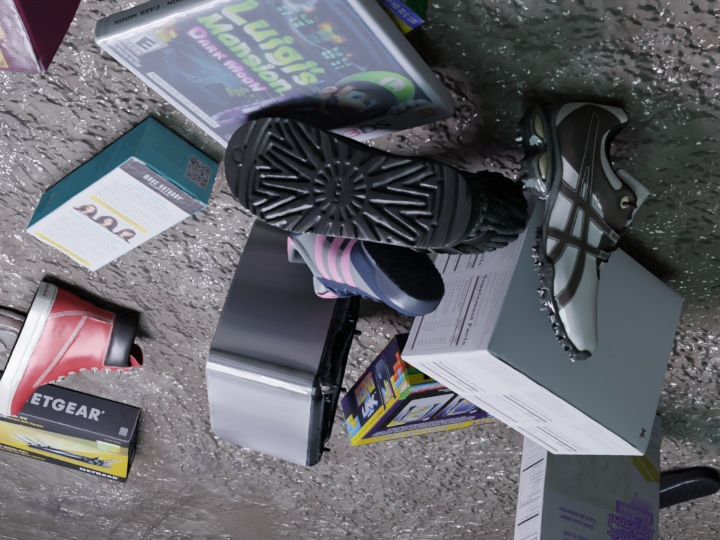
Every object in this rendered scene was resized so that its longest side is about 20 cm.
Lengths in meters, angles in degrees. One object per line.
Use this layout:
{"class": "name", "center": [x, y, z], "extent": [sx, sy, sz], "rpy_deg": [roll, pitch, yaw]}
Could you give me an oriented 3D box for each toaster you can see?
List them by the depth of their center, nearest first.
{"class": "toaster", "center": [-0.066, 0.066, 1.040], "extent": [0.118, 0.181, 0.200], "rpy_deg": [12, 148, 3]}

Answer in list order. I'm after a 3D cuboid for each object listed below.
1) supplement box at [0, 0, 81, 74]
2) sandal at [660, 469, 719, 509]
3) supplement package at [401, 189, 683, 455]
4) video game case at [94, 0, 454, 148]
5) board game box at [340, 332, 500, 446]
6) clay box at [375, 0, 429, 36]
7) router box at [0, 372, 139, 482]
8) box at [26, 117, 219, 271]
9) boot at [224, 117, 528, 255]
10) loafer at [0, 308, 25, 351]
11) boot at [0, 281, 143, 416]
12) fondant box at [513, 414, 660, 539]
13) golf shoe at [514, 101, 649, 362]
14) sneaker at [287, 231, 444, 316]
{"class": "supplement box", "center": [-0.323, -0.219, 0.792], "extent": [0.199, 0.086, 0.110], "rpy_deg": [7, 146, 10]}
{"class": "sandal", "center": [0.340, 0.271, 1.340], "extent": [0.200, 0.045, 0.075], "rpy_deg": [-20, 142, 19]}
{"class": "supplement package", "center": [0.163, 0.049, 0.945], "extent": [0.200, 0.156, 0.111], "rpy_deg": [34, 155, -29]}
{"class": "video game case", "center": [-0.055, -0.142, 0.774], "extent": [0.181, 0.023, 0.200], "rpy_deg": [-12, 152, 25]}
{"class": "board game box", "center": [0.100, 0.110, 1.090], "extent": [0.200, 0.057, 0.165], "rpy_deg": [-5, 155, -25]}
{"class": "clay box", "center": [-0.059, -0.183, 0.788], "extent": [0.115, 0.048, 0.200], "rpy_deg": [33, 141, -31]}
{"class": "router box", "center": [-0.411, 0.220, 1.504], "extent": [0.200, 0.052, 0.157], "rpy_deg": [15, 146, -4]}
{"class": "box", "center": [-0.226, -0.067, 1.018], "extent": [0.082, 0.049, 0.200], "rpy_deg": [35, 141, -30]}
{"class": "boot", "center": [0.015, -0.059, 0.841], "extent": [0.211, 0.080, 0.158], "rpy_deg": [19, -170, 19]}
{"class": "loafer", "center": [-0.494, 0.080, 1.314], "extent": [0.199, 0.063, 0.072], "rpy_deg": [6, 145, 10]}
{"class": "boot", "center": [-0.338, 0.115, 1.272], "extent": [0.144, 0.072, 0.200], "rpy_deg": [22, 124, -18]}
{"class": "fondant box", "center": [0.244, 0.228, 1.156], "extent": [0.144, 0.200, 0.058], "rpy_deg": [22, 146, -15]}
{"class": "golf shoe", "center": [0.175, -0.031, 0.826], "extent": [0.094, 0.201, 0.078], "rpy_deg": [-7, -175, 11]}
{"class": "sneaker", "center": [0.000, 0.000, 0.915], "extent": [0.070, 0.200, 0.082], "rpy_deg": [8, 114, -33]}
